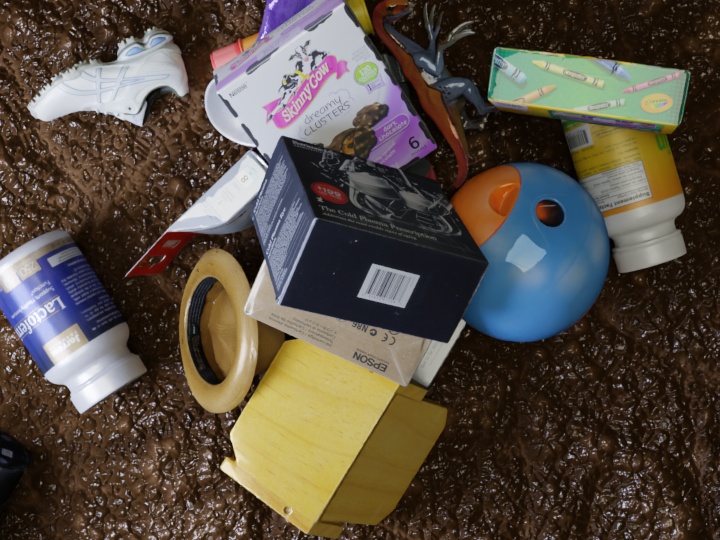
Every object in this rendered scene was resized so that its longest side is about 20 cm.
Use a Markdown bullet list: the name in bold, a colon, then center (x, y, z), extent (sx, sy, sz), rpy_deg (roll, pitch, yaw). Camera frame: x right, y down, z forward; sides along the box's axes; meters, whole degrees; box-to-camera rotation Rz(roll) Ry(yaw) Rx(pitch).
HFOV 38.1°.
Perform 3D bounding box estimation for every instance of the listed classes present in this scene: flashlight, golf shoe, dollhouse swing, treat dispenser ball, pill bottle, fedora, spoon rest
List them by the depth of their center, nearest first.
- **treat dispenser ball**: center (0.182, -0.021, 1.183), extent (0.198, 0.201, 0.204), rpy_deg (0, 92, 3)
- **pill bottle**: center (0.313, -0.105, 1.219), extent (0.110, 0.111, 0.202), rpy_deg (-17, 91, 3)
- **dollhouse swing**: center (-0.022, 0.188, 1.235), extent (0.181, 0.176, 0.201), rpy_deg (32, 94, 17)
- **fedora**: center (-0.146, 0.071, 1.236), extent (0.081, 0.200, 0.203), rpy_deg (2, 93, -34)
- **spoon rest**: center (-0.093, -0.184, 1.246), extent (0.198, 0.061, 0.100), rpy_deg (10, 131, 7)
- **flashlight**: center (0.046, -0.157, 1.251), extent (0.067, 0.068, 0.202), rpy_deg (-18, 92, -2)
- **pill bottle**: center (-0.349, 0.063, 1.253), extent (0.115, 0.116, 0.201), rpy_deg (-34, 90, 3)
- **golf shoe**: center (-0.303, -0.212, 1.264), extent (0.198, 0.078, 0.098), rpy_deg (-25, 97, 4)

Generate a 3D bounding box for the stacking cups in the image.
- **stacking cups**: center (-0.085, -0.281, 1.257), extent (0.198, 0.061, 0.061), rpy_deg (-17, 91, 4)

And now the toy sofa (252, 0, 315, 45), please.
- **toy sofa**: center (-0.060, -0.301, 1.172), extent (0.096, 0.083, 0.202), rpy_deg (13, 117, -10)

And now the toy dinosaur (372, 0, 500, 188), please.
- **toy dinosaur**: center (0.083, -0.229, 1.209), extent (0.180, 0.105, 0.202), rpy_deg (23, 78, -13)

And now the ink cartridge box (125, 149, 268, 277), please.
- **ink cartridge box**: center (-0.171, -0.051, 1.218), extent (0.200, 0.160, 0.047), rpy_deg (-45, 88, 4)

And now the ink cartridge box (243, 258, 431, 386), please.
- **ink cartridge box**: center (-0.014, 0.027, 1.171), extent (0.198, 0.165, 0.076), rpy_deg (25, 112, -2)

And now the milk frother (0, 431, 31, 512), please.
- **milk frother**: center (-0.531, 0.269, 1.234), extent (0.199, 0.181, 0.189), rpy_deg (29, 92, -2)

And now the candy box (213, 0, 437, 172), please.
- **candy box**: center (-0.038, -0.177, 1.151), extent (0.167, 0.072, 0.201), rpy_deg (-33, 120, 9)

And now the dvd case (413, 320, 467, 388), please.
- **dvd case**: center (0.036, 0.032, 1.282), extent (0.199, 0.018, 0.144), rpy_deg (31, 94, 2)

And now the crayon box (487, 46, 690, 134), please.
- **crayon box**: center (0.242, -0.190, 1.110), extent (0.198, 0.119, 0.059), rpy_deg (10, 96, 13)

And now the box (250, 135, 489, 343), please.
- **box**: center (0.003, -0.035, 1.091), extent (0.198, 0.183, 0.105), rpy_deg (14, 117, -24)
